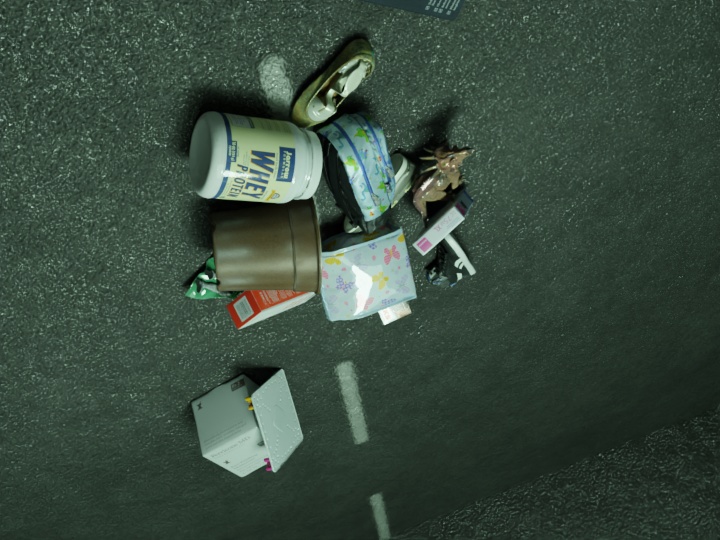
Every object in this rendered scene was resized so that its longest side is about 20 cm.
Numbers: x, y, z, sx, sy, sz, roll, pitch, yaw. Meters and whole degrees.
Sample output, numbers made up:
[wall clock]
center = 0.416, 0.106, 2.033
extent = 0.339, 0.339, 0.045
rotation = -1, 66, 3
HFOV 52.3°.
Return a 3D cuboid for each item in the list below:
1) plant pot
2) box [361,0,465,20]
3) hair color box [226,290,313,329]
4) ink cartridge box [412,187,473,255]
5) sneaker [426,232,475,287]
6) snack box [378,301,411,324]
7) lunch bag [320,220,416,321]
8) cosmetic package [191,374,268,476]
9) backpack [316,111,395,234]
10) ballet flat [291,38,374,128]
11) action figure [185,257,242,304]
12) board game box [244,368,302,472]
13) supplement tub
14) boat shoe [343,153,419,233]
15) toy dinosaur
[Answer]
[plant pot]
center = -0.186, -0.043, 1.418
extent = 0.197, 0.201, 0.201
rotation = -6, 140, -12
[box]
center = 0.075, -0.479, 1.088
extent = 0.199, 0.107, 0.149
rotation = 1, 137, -30
[hair color box]
center = -0.174, 0.052, 1.557
extent = 0.200, 0.061, 0.101
rotation = -20, 169, -47
[ink cartridge box]
center = 0.180, -0.107, 1.553
extent = 0.042, 0.200, 0.119
rotation = 45, 113, -5
[sneaker]
center = 0.199, -0.017, 1.747
extent = 0.112, 0.073, 0.200
rotation = -32, 144, 8
[snack box]
center = 0.048, 0.023, 1.670
extent = 0.072, 0.024, 0.201
rotation = -24, 110, 0
[lunch bag]
center = 0.000, 0.000, 1.576
extent = 0.199, 0.127, 0.170
rotation = -21, 111, -14
[cosmetic package]
center = -0.308, 0.406, 1.908
extent = 0.164, 0.165, 0.200
rotation = -29, 143, 7
[backpack]
center = -0.010, -0.195, 1.364
extent = 0.154, 0.163, 0.200
rotation = -37, 135, 3
[ballet flat]
center = -0.047, -0.309, 1.263
extent = 0.071, 0.071, 0.200
rotation = 21, 125, -43
[action figure]
center = -0.264, 0.042, 1.587
extent = 0.118, 0.055, 0.200
rotation = -44, 143, 20
[board game box]
center = -0.215, 0.373, 1.843
extent = 0.026, 0.201, 0.200
rotation = -13, -173, 18
[supplement tub]
center = -0.181, -0.191, 1.266
extent = 0.199, 0.145, 0.145
rotation = 1, 137, -30
[boat shoe]
center = 0.042, -0.148, 1.504
extent = 0.060, 0.072, 0.202
rotation = 21, 121, -38
[toy dinosaur]
center = 0.145, -0.179, 1.445
extent = 0.200, 0.086, 0.135
rotation = -59, 165, 23
